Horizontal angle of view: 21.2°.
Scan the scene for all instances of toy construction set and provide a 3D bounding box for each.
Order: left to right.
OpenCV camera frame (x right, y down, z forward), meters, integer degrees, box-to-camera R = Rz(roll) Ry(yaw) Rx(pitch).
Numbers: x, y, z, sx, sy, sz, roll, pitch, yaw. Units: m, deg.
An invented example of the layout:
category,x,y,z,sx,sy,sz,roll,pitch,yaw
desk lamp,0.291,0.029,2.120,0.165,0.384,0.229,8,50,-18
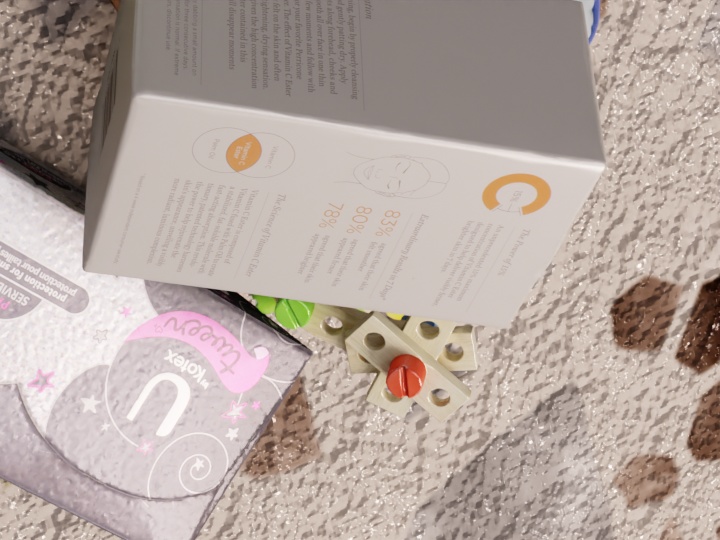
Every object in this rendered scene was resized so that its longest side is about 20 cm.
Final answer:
category,x,y,z,sx,sy,sz,roll,pitch,yaw
toy construction set,0.000,0.000,0.960,0.092,0.200,0.131,-29,111,11

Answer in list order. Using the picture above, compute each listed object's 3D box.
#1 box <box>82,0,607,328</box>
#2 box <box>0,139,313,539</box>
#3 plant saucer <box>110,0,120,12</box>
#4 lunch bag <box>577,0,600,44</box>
category,x,y,z,sx,sy,sz,roll,pitch,yaw
box,-0.011,-0.059,0.836,0.199,0.098,0.125,8,143,-14
box,-0.147,0.032,0.933,0.200,0.115,0.132,33,91,-30
plant saucer,-0.047,-0.192,0.956,0.199,0.037,0.201,-8,109,-25
lunch bag,0.052,-0.199,0.914,0.160,0.082,0.201,12,78,-48
